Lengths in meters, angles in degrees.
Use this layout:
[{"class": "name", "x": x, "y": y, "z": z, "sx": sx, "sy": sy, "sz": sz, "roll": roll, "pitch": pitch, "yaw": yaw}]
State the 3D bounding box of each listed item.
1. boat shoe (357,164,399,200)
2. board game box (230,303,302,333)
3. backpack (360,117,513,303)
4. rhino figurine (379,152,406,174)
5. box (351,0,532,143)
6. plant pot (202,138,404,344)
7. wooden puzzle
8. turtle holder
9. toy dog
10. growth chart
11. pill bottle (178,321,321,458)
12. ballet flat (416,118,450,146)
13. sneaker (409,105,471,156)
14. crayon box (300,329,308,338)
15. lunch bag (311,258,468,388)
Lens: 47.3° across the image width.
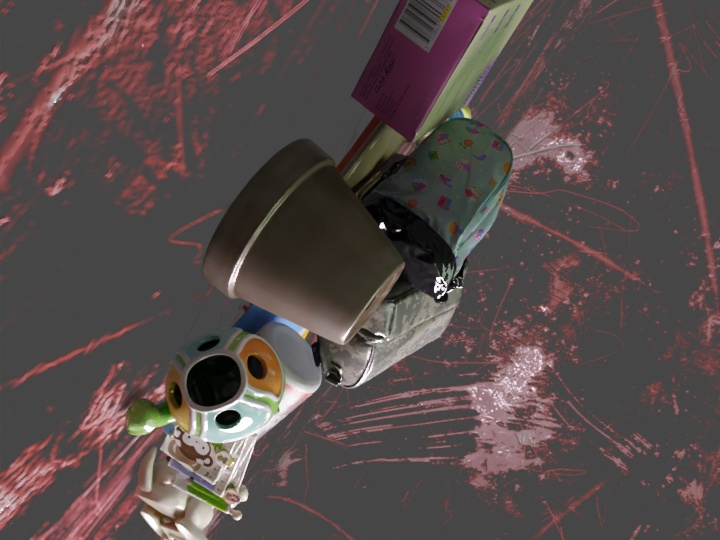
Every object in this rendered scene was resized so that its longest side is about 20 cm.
[{"class": "boat shoe", "x": 0.051, "y": -0.118, "z": 1.210, "sx": 0.199, "sy": 0.072, "sz": 0.065, "roll": -36, "pitch": 168, "yaw": -39}, {"class": "board game box", "x": -0.151, "y": 0.080, "z": 1.200, "sx": 0.200, "sy": 0.039, "sz": 0.157, "roll": -47, "pitch": 153, "yaw": 15}, {"class": "backpack", "x": 0.104, "y": -0.086, "z": 1.011, "sx": 0.200, "sy": 0.166, "sz": 0.127, "roll": -47, "pitch": 171, "yaw": -24}, {"class": "rhino figurine", "x": 0.070, "y": -0.106, "z": 1.313, "sx": 0.088, "sy": 0.059, "sz": 0.202, "roll": 90, "pitch": -10, "yaw": -49}, {"class": "box", "x": 0.103, "y": -0.273, "z": 0.977, "sx": 0.200, "sy": 0.096, "sz": 0.177, "roll": -41, "pitch": 166, "yaw": -54}, {"class": "plant pot", "x": -0.050, "y": -0.015, "z": 0.925, "sx": 0.201, "sy": 0.173, "sz": 0.200, "roll": -51, "pitch": 173, "yaw": -8}, {"class": "wooden puzzle", "x": 0.001, "y": -0.149, "z": 1.168, "sx": 0.200, "sy": 0.037, "sz": 0.185, "roll": -48, "pitch": 172, "yaw": -5}, {"class": "turtle holder", "x": -0.187, "y": 0.138, "z": 1.007, "sx": 0.132, "sy": 0.182, "sz": 0.144, "roll": 84, "pitch": 12, "yaw": -80}, {"class": "toy dog", "x": -0.261, "y": 0.313, "z": 1.311, "sx": 0.138, "sy": 0.195, "sz": 0.201, "roll": -8, "pitch": -146, "yaw": 45}, {"class": "growth chart", "x": -0.209, "y": 0.240, "z": 1.120, "sx": 0.018, "sy": 0.143, "sz": 0.203, "roll": -58, "pitch": 166, "yaw": -61}, {"class": "pill bottle", "x": -0.159, "y": 0.175, "z": 1.157, "sx": 0.200, "sy": 0.116, "sz": 0.116, "roll": -41, "pitch": 176, "yaw": 19}, {"class": "ballet flat", "x": 0.110, "y": -0.254, "z": 1.204, "sx": 0.071, "sy": 0.070, "sz": 0.202, "roll": -41, "pitch": 160, "yaw": -54}, {"class": "sneaker", "x": 0.118, "y": -0.217, "z": 1.456, "sx": 0.202, "sy": 0.075, "sz": 0.105, "roll": -62, "pitch": 158, "yaw": 13}, {"class": "crayon box", "x": -0.140, "y": 0.124, "z": 1.442, "sx": 0.126, "sy": 0.051, "sz": 0.201, "roll": -44, "pitch": 167, "yaw": -49}, {"class": "lunch bag", "x": 0.034, "y": 0.054, "z": 1.107, "sx": 0.199, "sy": 0.138, "sz": 0.170, "roll": -24, "pitch": 132, "yaw": -42}]
